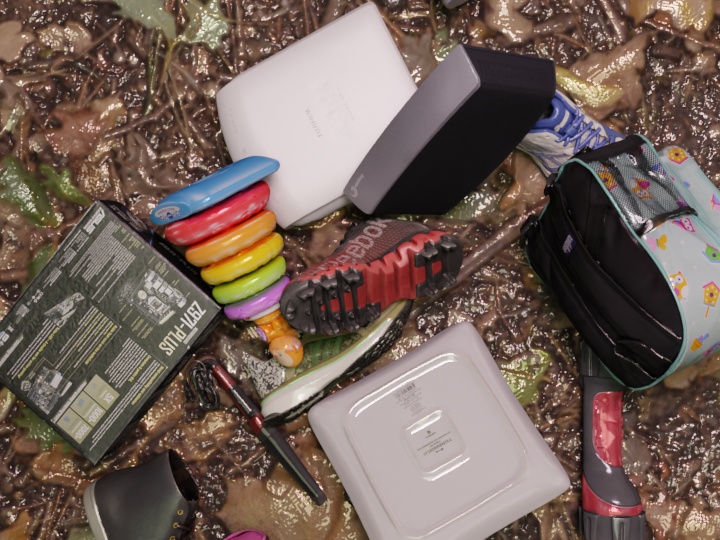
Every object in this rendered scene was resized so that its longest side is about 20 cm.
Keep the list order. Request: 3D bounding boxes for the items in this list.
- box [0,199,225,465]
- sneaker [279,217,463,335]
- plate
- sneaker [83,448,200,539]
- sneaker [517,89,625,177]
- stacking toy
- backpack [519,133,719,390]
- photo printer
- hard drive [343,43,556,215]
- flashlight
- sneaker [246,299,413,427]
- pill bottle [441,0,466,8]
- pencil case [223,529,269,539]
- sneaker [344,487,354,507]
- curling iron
[{"bbox_3d":[-0.253,0.058,0.922,0.163,0.086,0.201,39,92,0],"label":"box"},{"bbox_3d":[0.000,0.000,0.892,0.198,0.098,0.072,-21,128,-27],"label":"sneaker"},{"bbox_3d":[0.072,0.170,0.895,0.197,0.032,0.202,-28,66,-6],"label":"plate"},{"bbox_3d":[-0.194,0.289,0.926,0.105,0.075,0.203,-26,89,10],"label":"sneaker"},{"bbox_3d":[0.197,-0.133,0.909,0.197,0.088,0.076,26,90,-1],"label":"sneaker"},{"bbox_3d":[-0.106,0.005,0.875,0.109,0.115,0.203,-33,105,-36],"label":"stacking toy"},{"bbox_3d":[0.262,-0.002,0.846,0.151,0.177,0.202,-14,62,-20],"label":"backpack"},{"bbox_3d":[-0.037,-0.149,0.922,0.198,0.069,0.168,-27,90,2],"label":"photo printer"},{"bbox_3d":[0.083,-0.119,0.846,0.133,0.200,0.043,-2,58,-38],"label":"hard drive"},{"bbox_3d":[0.253,0.169,0.923,0.066,0.068,0.204,1,92,2],"label":"flashlight"},{"bbox_3d":[-0.036,0.069,0.931,0.199,0.077,0.089,-36,77,-2],"label":"sneaker"},{"bbox_3d":[0.064,-0.365,0.895,0.111,0.112,0.202,-32,90,2],"label":"pill bottle"},{"bbox_3d":[-0.088,0.364,0.922,0.090,0.093,0.202,-28,92,-29],"label":"pencil case"},{"bbox_3d":[0.079,0.204,0.935,0.196,0.074,0.082,-7,77,-3],"label":"sneaker"},{"bbox_3d":[-0.108,0.169,0.952,0.200,0.026,0.050,43,101,-1],"label":"curling iron"}]
